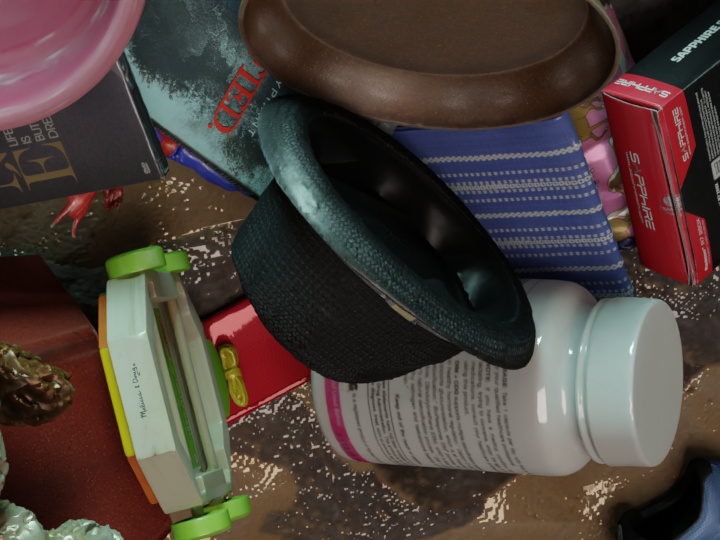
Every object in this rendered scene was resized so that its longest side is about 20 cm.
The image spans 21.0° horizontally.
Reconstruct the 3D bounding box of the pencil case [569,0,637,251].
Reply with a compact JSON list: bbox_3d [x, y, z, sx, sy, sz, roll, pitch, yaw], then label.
[{"bbox_3d":[0.119,-0.105,1.133,0.082,0.087,0.201,-9,127,24],"label":"pencil case"}]

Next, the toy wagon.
[{"bbox_3d":[-0.100,0.068,1.090,0.039,0.200,0.157,-14,88,5],"label":"toy wagon"}]

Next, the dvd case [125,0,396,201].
[{"bbox_3d":[-0.057,-0.126,1.066,0.200,0.022,0.147,36,79,-32],"label":"dvd case"}]

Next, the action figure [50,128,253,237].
[{"bbox_3d":[-0.107,-0.046,1.101,0.199,0.065,0.099,33,92,-30],"label":"action figure"}]

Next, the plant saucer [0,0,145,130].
[{"bbox_3d":[-0.195,-0.163,0.918,0.198,0.051,0.202,2,123,3],"label":"plant saucer"}]

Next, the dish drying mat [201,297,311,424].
[{"bbox_3d":[-0.091,0.066,1.202,0.199,0.018,0.077,-28,122,0],"label":"dish drying mat"}]

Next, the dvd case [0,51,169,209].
[{"bbox_3d":[-0.215,-0.097,1.012,0.198,0.016,0.150,-9,119,19],"label":"dvd case"}]

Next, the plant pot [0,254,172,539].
[{"bbox_3d":[-0.218,0.102,1.078,0.175,0.200,0.201,-25,118,-13],"label":"plant pot"}]

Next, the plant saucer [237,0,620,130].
[{"bbox_3d":[0.036,-0.131,1.007,0.198,0.035,0.201,5,160,2],"label":"plant saucer"}]

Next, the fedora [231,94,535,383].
[{"bbox_3d":[0.000,0.000,1.043,0.200,0.201,0.092,35,114,-31],"label":"fedora"}]

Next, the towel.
[{"bbox_3d":[0.088,-0.018,1.161,0.144,0.024,0.201,-1,131,31],"label":"towel"}]

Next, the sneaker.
[{"bbox_3d":[0.199,0.211,1.354,0.089,0.079,0.201,32,98,-23],"label":"sneaker"}]

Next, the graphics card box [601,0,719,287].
[{"bbox_3d":[0.231,-0.099,1.142,0.200,0.051,0.126,-38,127,-26],"label":"graphics card box"}]

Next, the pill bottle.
[{"bbox_3d":[0.081,0.062,1.142,0.198,0.114,0.114,2,128,28],"label":"pill bottle"}]

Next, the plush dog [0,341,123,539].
[{"bbox_3d":[-0.213,0.107,0.913,0.200,0.159,0.174,2,90,-62],"label":"plush dog"}]
